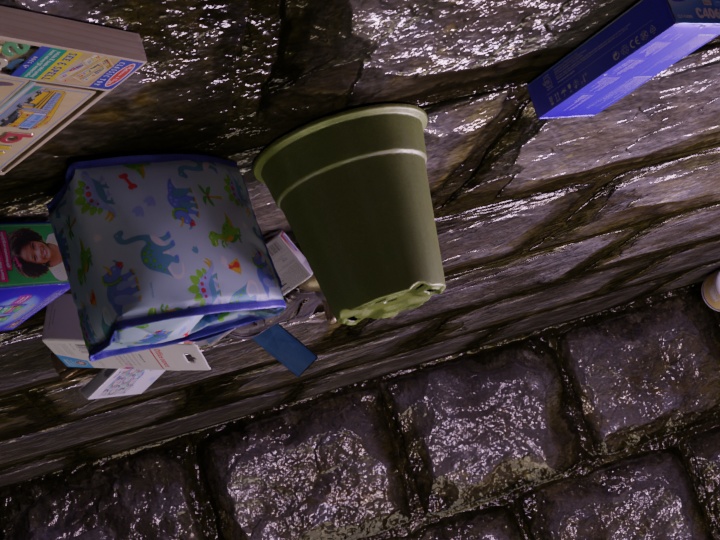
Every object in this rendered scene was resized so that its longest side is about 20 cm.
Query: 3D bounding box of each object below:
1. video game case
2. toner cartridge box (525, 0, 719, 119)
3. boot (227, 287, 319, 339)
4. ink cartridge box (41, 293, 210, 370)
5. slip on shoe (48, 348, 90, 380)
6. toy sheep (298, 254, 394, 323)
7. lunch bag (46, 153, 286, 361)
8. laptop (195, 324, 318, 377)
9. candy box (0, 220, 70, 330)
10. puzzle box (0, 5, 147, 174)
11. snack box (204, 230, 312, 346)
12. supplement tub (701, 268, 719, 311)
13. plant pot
[{"bbox_3d":[-0.335,0.136,1.640,0.182,0.024,0.200,-44,169,6],"label":"video game case"},{"bbox_3d":[0.273,-0.221,1.061,0.095,0.043,0.200,-10,166,-36],"label":"toner cartridge box"},{"bbox_3d":[-0.119,0.035,1.630,0.200,0.069,0.174,-15,163,-32],"label":"boot"},{"bbox_3d":[-0.301,0.083,1.348,0.199,0.068,0.115,2,157,3],"label":"ink cartridge box"},{"bbox_3d":[-0.394,0.129,1.628,0.200,0.061,0.076,-6,163,-44],"label":"slip on shoe"},{"bbox_3d":[0.000,0.000,1.446,0.200,0.138,0.138,-2,162,-25],"label":"toy sheep"},{"bbox_3d":[-0.183,-0.019,0.999,0.200,0.170,0.127,-12,167,-34],"label":"lunch bag"},{"bbox_3d":[-0.204,0.148,1.858,0.200,0.116,0.187,-14,167,-18],"label":"laptop"},{"bbox_3d":[-0.418,0.014,1.035,0.200,0.077,0.169,-7,165,-46],"label":"candy box"},{"bbox_3d":[-0.269,-0.124,0.750,0.200,0.025,0.133,-27,166,36],"label":"puzzle box"},{"bbox_3d":[-0.159,0.027,1.409,0.200,0.072,0.024,-34,-167,25],"label":"snack box"},{"bbox_3d":[1.287,0.056,3.559,0.145,0.146,0.200,-16,168,-6],"label":"supplement tub"},{"bbox_3d":[0.007,-0.049,1.096,0.200,0.190,0.200,-18,168,-4],"label":"plant pot"}]
